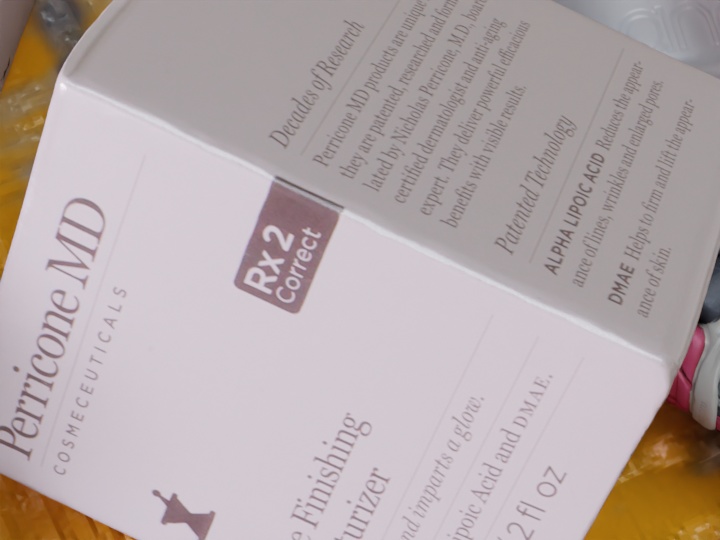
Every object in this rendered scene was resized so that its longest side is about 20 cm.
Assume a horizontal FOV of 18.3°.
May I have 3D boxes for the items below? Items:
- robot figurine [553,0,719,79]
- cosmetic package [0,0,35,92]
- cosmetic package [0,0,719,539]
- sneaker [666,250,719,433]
[{"bbox_3d":[0.090,-0.105,0.852,0.170,0.113,0.200,6,61,-50],"label":"robot figurine"},{"bbox_3d":[-0.219,-0.142,0.827,0.200,0.108,0.085,17,67,-3],"label":"cosmetic package"},{"bbox_3d":[0.000,0.000,0.742,0.200,0.165,0.165,24,38,2],"label":"cosmetic package"},{"bbox_3d":[0.194,-0.004,0.837,0.075,0.081,0.200,34,67,25],"label":"sneaker"}]
